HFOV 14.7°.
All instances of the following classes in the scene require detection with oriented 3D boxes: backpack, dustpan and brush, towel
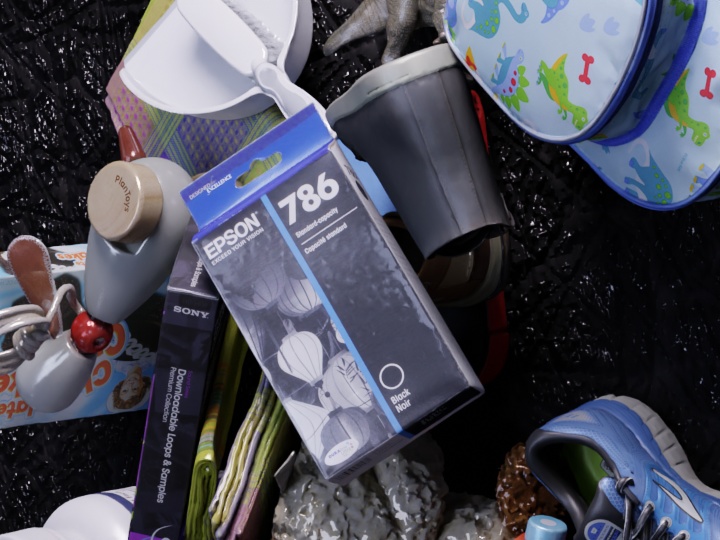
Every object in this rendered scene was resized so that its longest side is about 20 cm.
[{"bbox_3d":[0.148,-0.133,1.436,0.200,0.146,0.184,47,130,30],"label":"backpack"},{"bbox_3d":[-0.064,-0.129,1.706,0.140,0.057,0.200,-49,57,6],"label":"dustpan and brush"},{"bbox_3d":[-0.077,0.063,1.690,0.086,0.018,0.201,102,179,-50],"label":"towel"},{"bbox_3d":[-0.102,-0.097,1.803,0.144,0.023,0.201,-56,49,37],"label":"towel"},{"bbox_3d":[-0.056,0.128,1.664,0.200,0.023,0.144,89,-161,-65],"label":"towel"}]

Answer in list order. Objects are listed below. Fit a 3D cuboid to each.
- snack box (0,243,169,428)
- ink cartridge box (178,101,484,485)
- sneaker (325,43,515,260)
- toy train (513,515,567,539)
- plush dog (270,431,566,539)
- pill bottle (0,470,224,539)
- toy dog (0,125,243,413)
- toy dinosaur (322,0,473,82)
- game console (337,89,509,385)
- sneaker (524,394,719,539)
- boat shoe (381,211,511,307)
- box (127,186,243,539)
[{"bbox_3d":[-0.216,0.044,1.833,0.037,0.199,0.117,38,123,41],"label":"snack box"},{"bbox_3d":[-0.023,0.009,1.555,0.099,0.039,0.201,-34,72,9],"label":"ink cartridge box"},{"bbox_3d":[0.032,-0.054,1.553,0.200,0.074,0.107,113,138,-86],"label":"sneaker"},{"bbox_3d":[0.127,0.239,1.557,0.149,0.056,0.201,14,106,22],"label":"toy train"},{"bbox_3d":[0.036,0.165,1.613,0.171,0.161,0.201,18,124,9],"label":"plush dog"},{"bbox_3d":[-0.139,0.196,1.767,0.119,0.199,0.121,10,103,48],"label":"pill bottle"},{"bbox_3d":[-0.166,-0.011,1.760,0.200,0.132,0.097,-39,54,9],"label":"toy dog"},{"bbox_3d":[0.049,-0.162,1.615,0.200,0.077,0.103,-26,56,60],"label":"toy dinosaur"},{"bbox_3d":[0.010,-0.012,1.698,0.199,0.031,0.178,-7,90,48],"label":"game console"},{"bbox_3d":[0.161,0.146,1.503,0.200,0.089,0.079,40,124,35],"label":"sneaker"},{"bbox_3d":[0.000,0.000,1.636,0.200,0.074,0.076,-22,76,47],"label":"boat shoe"},{"bbox_3d":[-0.105,0.065,1.677,0.143,0.036,0.201,-79,1,-63],"label":"box"}]
